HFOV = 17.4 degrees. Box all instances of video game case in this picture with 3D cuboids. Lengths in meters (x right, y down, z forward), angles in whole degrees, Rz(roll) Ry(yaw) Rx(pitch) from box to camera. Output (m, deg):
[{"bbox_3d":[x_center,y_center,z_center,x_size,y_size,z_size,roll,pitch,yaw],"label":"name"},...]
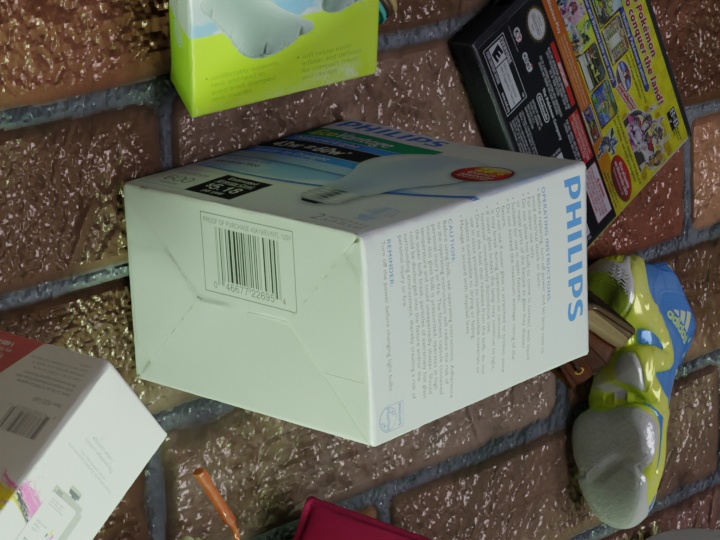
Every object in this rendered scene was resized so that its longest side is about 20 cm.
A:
[{"bbox_3d":[0.152,-0.126,1.654,0.181,0.025,0.201,-45,127,-32],"label":"video game case"}]

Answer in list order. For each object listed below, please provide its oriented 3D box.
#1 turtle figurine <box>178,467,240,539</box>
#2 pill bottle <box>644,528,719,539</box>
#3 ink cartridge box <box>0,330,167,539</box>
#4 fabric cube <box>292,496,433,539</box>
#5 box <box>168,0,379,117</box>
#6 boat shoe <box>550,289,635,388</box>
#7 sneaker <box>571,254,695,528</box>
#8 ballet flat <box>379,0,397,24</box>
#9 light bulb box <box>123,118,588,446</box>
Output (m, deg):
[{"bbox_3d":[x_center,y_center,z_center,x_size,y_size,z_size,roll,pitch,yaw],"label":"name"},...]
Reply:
[{"bbox_3d":[-0.123,0.225,1.388,0.162,0.064,0.201,-58,157,-50],"label":"turtle figurine"},{"bbox_3d":[0.256,0.305,1.794,0.112,0.112,0.202,-20,113,-44],"label":"pill bottle"},{"bbox_3d":[-0.209,0.133,1.243,0.200,0.116,0.068,-54,133,-24],"label":"ink cartridge box"},{"bbox_3d":[0.050,0.283,1.475,0.200,0.198,0.197,42,68,-55],"label":"fabric cube"},{"bbox_3d":[-0.049,-0.188,1.322,0.121,0.048,0.201,-15,135,-17],"label":"box"},{"bbox_3d":[0.103,0.023,1.596,0.200,0.072,0.068,30,99,-38],"label":"boat shoe"},{"bbox_3d":[0.211,0.085,1.726,0.105,0.075,0.202,-12,106,-46],"label":"sneaker"},{"bbox_3d":[-0.040,-0.207,1.394,0.200,0.068,0.063,25,74,-48],"label":"ballet flat"},{"bbox_3d":[0.000,0.000,1.384,0.199,0.197,0.126,-20,114,-45],"label":"light bulb box"}]
